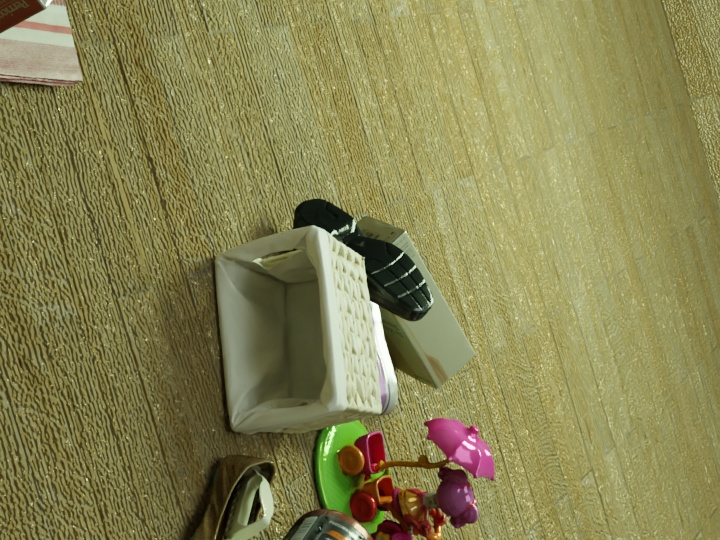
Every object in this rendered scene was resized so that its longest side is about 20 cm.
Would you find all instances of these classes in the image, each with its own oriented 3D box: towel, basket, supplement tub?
[{"bbox_3d":[-0.335,-0.272,1.437,0.144,0.023,0.203,-4,78,-59],"label":"towel"},{"bbox_3d":[-0.064,0.072,1.645,0.123,0.134,0.203,25,55,-60],"label":"basket"},{"bbox_3d":[-0.060,0.335,1.547,0.108,0.106,0.200,66,29,-16],"label":"supplement tub"}]

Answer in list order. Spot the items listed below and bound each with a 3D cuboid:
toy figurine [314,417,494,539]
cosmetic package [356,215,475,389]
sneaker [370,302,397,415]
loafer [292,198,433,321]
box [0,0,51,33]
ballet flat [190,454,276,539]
[{"bbox_3d":[0.068,0.247,1.741,0.150,0.182,0.203,-8,84,-61],"label":"toy figurine"},{"bbox_3d":[0.050,0.039,1.879,0.071,0.105,0.201,-39,117,-16],"label":"cosmetic package"},{"bbox_3d":[-0.035,0.073,1.762,0.113,0.073,0.202,1,54,-32],"label":"sneaker"},{"bbox_3d":[0.000,0.000,1.750,0.200,0.073,0.072,40,41,25],"label":"loafer"},{"bbox_3d":[-0.352,-0.293,1.260,0.200,0.151,0.107,50,39,-29],"label":"box"},{"bbox_3d":[-0.123,0.261,1.504,0.068,0.072,0.201,55,34,-31],"label":"ballet flat"}]
